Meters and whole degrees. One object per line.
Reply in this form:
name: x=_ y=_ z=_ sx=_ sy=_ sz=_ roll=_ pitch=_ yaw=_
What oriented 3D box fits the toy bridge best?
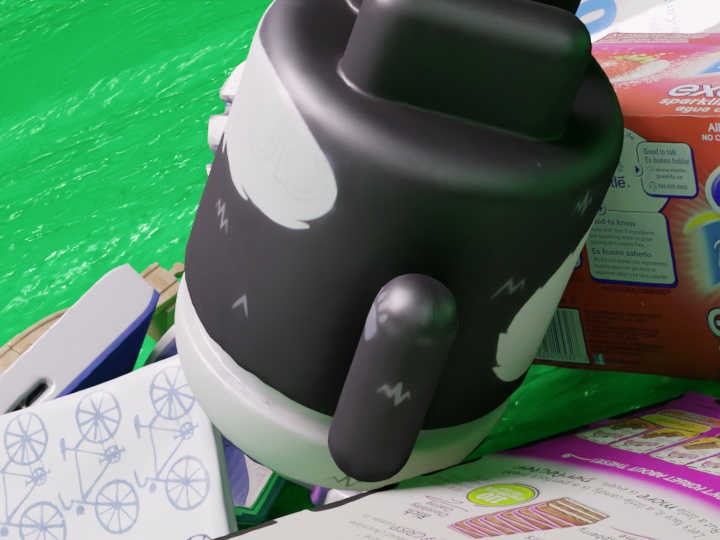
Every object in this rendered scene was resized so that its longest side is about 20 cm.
toy bridge: x=-0.150 y=0.056 z=1.226 sx=0.027 sy=0.067 sz=0.200 roll=38 pitch=60 yaw=19

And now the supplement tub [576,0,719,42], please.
supplement tub: x=0.108 y=-0.065 z=1.082 sx=0.200 sy=0.132 sz=0.132 roll=-22 pitch=26 yaw=23

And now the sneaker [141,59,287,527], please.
sneaker: x=-0.024 y=0.017 z=1.142 sx=0.081 sy=0.115 sz=0.199 roll=9 pitch=77 yaw=26

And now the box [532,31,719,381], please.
box: x=0.151 y=-0.023 z=0.926 sx=0.200 sy=0.100 sz=0.095 roll=3 pitch=24 yaw=39

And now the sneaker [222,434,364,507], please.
sneaker: x=0.000 y=0.000 z=1.016 sx=0.080 sy=0.088 sz=0.200 roll=-52 pitch=-15 yaw=-71

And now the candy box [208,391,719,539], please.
candy box: x=0.068 y=0.097 z=0.809 sx=0.200 sy=0.061 sz=0.136 roll=-13 pitch=15 yaw=-30

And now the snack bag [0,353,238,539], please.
snack bag: x=-0.124 y=0.142 z=0.946 sx=0.200 sy=0.021 sz=0.189 roll=-18 pitch=71 yaw=23

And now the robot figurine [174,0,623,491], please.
robot figurine: x=0.013 y=-0.019 z=0.882 sx=0.125 sy=0.200 sz=0.150 roll=38 pitch=40 yaw=22

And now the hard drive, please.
hard drive: x=-0.144 y=0.077 z=1.114 sx=0.132 sy=0.025 sz=0.200 roll=-45 pitch=-5 yaw=-20
